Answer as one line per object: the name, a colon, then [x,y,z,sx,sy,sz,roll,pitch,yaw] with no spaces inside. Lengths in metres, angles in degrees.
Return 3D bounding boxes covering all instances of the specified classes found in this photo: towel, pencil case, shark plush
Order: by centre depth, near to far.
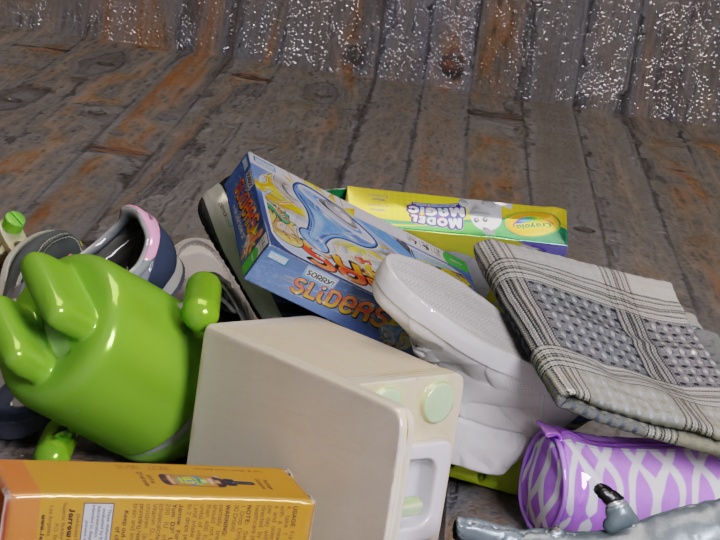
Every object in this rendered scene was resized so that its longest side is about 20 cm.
shark plush: [0.161,0.175,1.535,0.200,0.083,0.091,9,13,6]
towel: [0.191,0.055,1.657,0.200,0.035,0.193,17,26,-27]
pencil case: [0.211,0.151,1.667,0.200,0.086,0.084,1,27,-23]

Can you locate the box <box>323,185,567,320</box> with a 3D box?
box: [0.053,-0.004,1.834,0.200,0.117,0.048,7,45,-3]

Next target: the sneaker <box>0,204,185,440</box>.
sneaker: [-0.214,0.033,1.721,0.070,0.082,0.200,22,60,32]

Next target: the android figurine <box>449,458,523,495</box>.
android figurine: [0.086,0.125,1.804,0.200,0.041,0.182,16,15,23]

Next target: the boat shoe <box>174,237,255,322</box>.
boat shoe: [-0.114,0.040,1.793,0.072,0.069,0.200,-3,47,-6]

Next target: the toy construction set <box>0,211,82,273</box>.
toy construction set: [-0.308,0.020,1.931,0.131,0.092,0.200,36,26,7]

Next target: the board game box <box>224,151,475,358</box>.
board game box: [0.000,0.000,1.710,0.200,0.034,0.135,26,24,-24]

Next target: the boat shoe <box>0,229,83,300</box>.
boat shoe: [-0.249,0.028,1.840,0.062,0.073,0.200,-15,25,26]

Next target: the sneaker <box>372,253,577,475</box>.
sneaker: [0.060,0.076,1.642,0.200,0.116,0.074,34,25,-28]

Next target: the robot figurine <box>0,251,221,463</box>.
robot figurine: [-0.170,0.063,1.645,0.200,0.175,0.116,34,14,-44]

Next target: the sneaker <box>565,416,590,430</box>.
sneaker: [0.124,0.091,1.757,0.200,0.077,0.076,-5,39,-1]

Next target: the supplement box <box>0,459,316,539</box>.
supplement box: [-0.133,0.159,1.471,0.200,0.069,0.067,1,16,-20]

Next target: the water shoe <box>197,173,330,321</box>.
water shoe: [-0.045,0.014,1.778,0.079,0.200,0.072,-31,11,-5]

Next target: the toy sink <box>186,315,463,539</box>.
toy sink: [-0.009,0.120,1.569,0.112,0.130,0.200,-4,17,-43]
